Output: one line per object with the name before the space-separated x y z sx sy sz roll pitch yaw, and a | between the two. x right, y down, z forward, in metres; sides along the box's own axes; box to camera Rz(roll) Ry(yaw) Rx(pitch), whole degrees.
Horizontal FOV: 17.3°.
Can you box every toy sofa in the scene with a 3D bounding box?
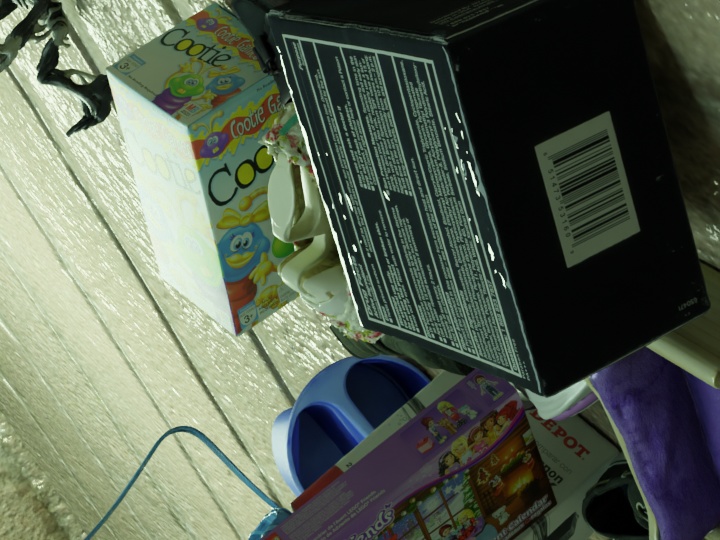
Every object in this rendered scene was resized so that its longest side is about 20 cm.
toy sofa | 0.210 0.101 1.376 0.083 0.097 0.201 32 156 45

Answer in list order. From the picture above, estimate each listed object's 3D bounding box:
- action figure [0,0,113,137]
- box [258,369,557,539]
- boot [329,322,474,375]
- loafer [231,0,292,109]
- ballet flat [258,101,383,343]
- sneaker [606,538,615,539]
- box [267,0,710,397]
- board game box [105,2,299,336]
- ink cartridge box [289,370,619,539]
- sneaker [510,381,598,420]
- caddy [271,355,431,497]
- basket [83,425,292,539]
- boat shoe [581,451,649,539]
action figure | -0.287 -0.201 1.985 0.200 0.102 0.119 52 175 -14
box | 0.032 0.168 1.555 0.039 0.200 0.137 42 164 39
boot | 0.000 0.000 1.663 0.130 0.068 0.201 7 140 40
loafer | -0.023 -0.117 1.552 0.200 0.063 0.072 44 162 18
ballet flat | -0.029 -0.026 1.534 0.075 0.064 0.201 26 139 41
sneaker | 0.238 0.234 1.682 0.075 0.071 0.200 35 173 -22
box | 0.067 -0.062 1.277 0.198 0.123 0.201 18 129 58
board game box | -0.098 -0.072 1.716 0.105 0.103 0.201 35 148 39
ink cartridge box | 0.072 0.167 1.699 0.144 0.200 0.084 40 158 28
sneaker | 0.114 0.043 1.534 0.100 0.075 0.200 56 161 -7
caddy | 0.019 0.160 1.918 0.200 0.141 0.105 52 166 -12
basket | -0.106 0.232 1.646 0.200 0.177 0.139 41 165 -5
boat shoe | 0.206 0.153 1.567 0.069 0.057 0.200 51 164 -4
